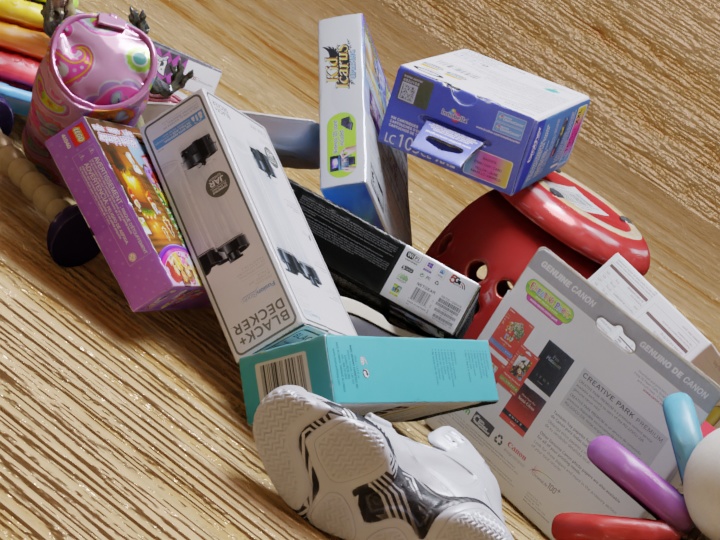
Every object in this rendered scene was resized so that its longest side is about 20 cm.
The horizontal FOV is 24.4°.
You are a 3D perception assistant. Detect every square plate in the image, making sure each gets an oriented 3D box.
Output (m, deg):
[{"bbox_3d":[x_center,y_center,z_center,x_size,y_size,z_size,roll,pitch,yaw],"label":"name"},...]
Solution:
[{"bbox_3d":[-0.118,-0.121,1.527,0.196,0.029,0.200,7,-3,12],"label":"square plate"}]

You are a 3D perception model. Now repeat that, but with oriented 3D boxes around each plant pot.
[{"bbox_3d":[0.164,0.009,1.571,0.199,0.183,0.201,30,17,-10],"label":"plant pot"}]

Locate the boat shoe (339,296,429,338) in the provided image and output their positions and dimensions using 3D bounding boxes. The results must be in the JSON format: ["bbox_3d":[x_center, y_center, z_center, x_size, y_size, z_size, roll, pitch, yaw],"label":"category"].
[{"bbox_3d":[0.022,0.082,1.332,0.072,0.063,0.199,-14,-31,41],"label":"boat shoe"}]

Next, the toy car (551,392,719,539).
[{"bbox_3d":[0.211,0.172,1.130,0.149,0.201,0.175,29,-4,17],"label":"toy car"}]

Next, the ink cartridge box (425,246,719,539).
[{"bbox_3d":[0.179,0.109,1.290,0.200,0.176,0.084,42,19,32],"label":"ink cartridge box"}]

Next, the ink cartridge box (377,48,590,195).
[{"bbox_3d":[0.106,-0.133,1.475,0.136,0.077,0.200,23,18,17],"label":"ink cartridge box"}]

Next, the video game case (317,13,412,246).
[{"bbox_3d":[0.006,-0.098,1.507,0.200,0.045,0.183,66,20,-56],"label":"video game case"}]

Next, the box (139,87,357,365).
[{"bbox_3d":[-0.080,-0.023,1.230,0.201,0.060,0.117,65,15,19],"label":"box"}]

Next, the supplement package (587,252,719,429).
[{"bbox_3d":[0.263,0.115,1.441,0.200,0.111,0.156,47,4,-37],"label":"supplement package"}]

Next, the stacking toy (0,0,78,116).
[{"bbox_3d":[-0.277,-0.233,1.407,0.115,0.202,0.109,18,4,40],"label":"stacking toy"}]

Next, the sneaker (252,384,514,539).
[{"bbox_3d":[0.018,0.135,1.096,0.199,0.075,0.115,36,14,-5],"label":"sneaker"}]

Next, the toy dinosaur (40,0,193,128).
[{"bbox_3d":[-0.196,-0.166,1.405,0.047,0.088,0.201,4,-49,53],"label":"toy dinosaur"}]

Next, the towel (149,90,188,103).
[{"bbox_3d":[-0.205,-0.179,1.651,0.199,0.023,0.144,26,8,37],"label":"towel"}]

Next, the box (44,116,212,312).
[{"bbox_3d":[-0.146,-0.039,1.239,0.138,0.039,0.200,61,14,8],"label":"box"}]

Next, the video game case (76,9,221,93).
[{"bbox_3d":[-0.260,-0.230,1.642,0.180,0.036,0.199,18,6,-41],"label":"video game case"}]

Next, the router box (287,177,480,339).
[{"bbox_3d":[0.000,0.000,1.388,0.199,0.051,0.149,29,-11,7],"label":"router box"}]

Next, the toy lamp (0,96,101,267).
[{"bbox_3d":[-0.260,-0.079,1.255,0.058,0.058,0.200,12,28,-52],"label":"toy lamp"}]

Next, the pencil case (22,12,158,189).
[{"bbox_3d":[-0.211,-0.128,1.282,0.087,0.088,0.200,29,-20,-7],"label":"pencil case"}]

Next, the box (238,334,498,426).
[{"bbox_3d":[0.010,0.079,1.193,0.199,0.082,0.050,5,73,-53],"label":"box"}]
